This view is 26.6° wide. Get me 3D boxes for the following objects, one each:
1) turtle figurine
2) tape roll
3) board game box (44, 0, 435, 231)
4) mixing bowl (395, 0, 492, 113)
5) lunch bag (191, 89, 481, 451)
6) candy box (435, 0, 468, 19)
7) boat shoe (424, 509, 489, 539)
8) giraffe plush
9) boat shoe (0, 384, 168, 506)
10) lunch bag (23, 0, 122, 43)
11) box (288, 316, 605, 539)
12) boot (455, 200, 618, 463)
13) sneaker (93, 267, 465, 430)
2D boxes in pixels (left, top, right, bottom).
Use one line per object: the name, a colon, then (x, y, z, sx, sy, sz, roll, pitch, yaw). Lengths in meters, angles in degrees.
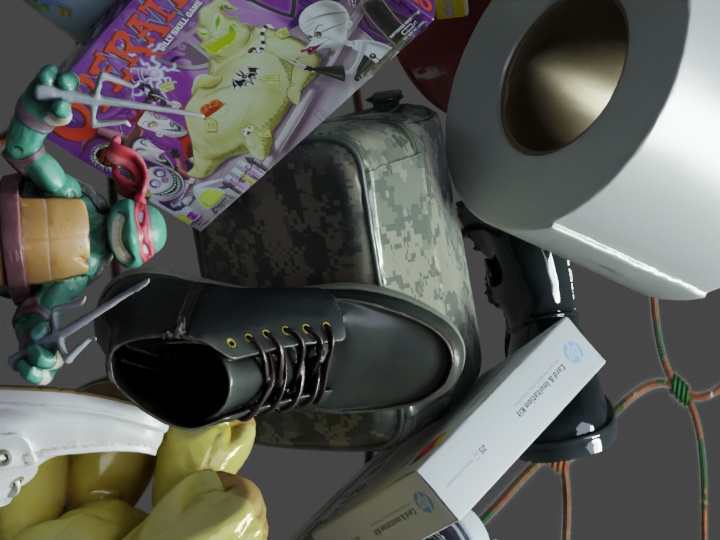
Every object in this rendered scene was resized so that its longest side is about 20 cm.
turtle figurine: (-0.170, -0.014, 0.750, 0.199, 0.101, 0.150, -8, 79, -6)
tape roll: (0.168, -0.097, 0.934, 0.139, 0.202, 0.203, 21, 76, -34)
board game box: (-0.071, -0.107, 0.778, 0.120, 0.200, 0.032, 34, 39, -22)
mixing bowl: (0.118, -0.205, 1.060, 0.200, 0.108, 0.201, -3, 94, -44)
lunch bag: (0.000, 0.000, 0.928, 0.168, 0.139, 0.201, -25, 109, -54)
candy box: (0.044, -0.272, 0.964, 0.102, 0.026, 0.201, 73, 11, -67)
boat shoe: (0.006, 0.229, 0.933, 0.091, 0.071, 0.201, -5, 132, -42)
giraffe plush: (-0.128, 0.179, 0.808, 0.200, 0.172, 0.162, -77, 167, -50)
boat shoe: (-0.193, 0.091, 0.747, 0.199, 0.071, 0.070, 2, 79, -12)
lunch bag: (-0.082, -0.203, 0.793, 0.170, 0.200, 0.128, 34, 38, -39)
box: (0.044, 0.119, 0.937, 0.041, 0.200, 0.156, 48, 53, 1)
boot: (0.116, 0.022, 1.035, 0.200, 0.076, 0.169, -84, 160, -73)
sneaker: (-0.036, 0.052, 0.775, 0.199, 0.106, 0.075, 6, 105, -11)
